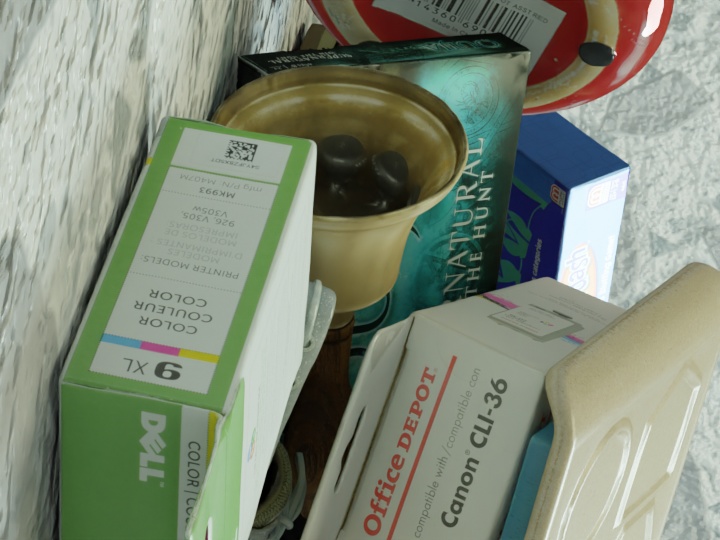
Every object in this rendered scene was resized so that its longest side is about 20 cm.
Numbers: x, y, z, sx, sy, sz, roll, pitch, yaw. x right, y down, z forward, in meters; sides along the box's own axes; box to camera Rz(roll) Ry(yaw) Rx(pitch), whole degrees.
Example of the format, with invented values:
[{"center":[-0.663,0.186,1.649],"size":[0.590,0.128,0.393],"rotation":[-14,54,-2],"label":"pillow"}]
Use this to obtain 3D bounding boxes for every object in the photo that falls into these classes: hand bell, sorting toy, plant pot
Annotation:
[{"center":[-0.015,0.027,1.226],"size":[0.104,0.103,0.201],"rotation":[-75,171,-52],"label":"hand bell"},{"center":[0.094,0.109,1.250],"size":[0.185,0.036,0.201],"rotation":[-31,135,-59],"label":"sorting toy"},{"center":[0.072,-0.187,1.332],"size":[0.201,0.199,0.183],"rotation":[94,12,-52],"label":"plant pot"}]

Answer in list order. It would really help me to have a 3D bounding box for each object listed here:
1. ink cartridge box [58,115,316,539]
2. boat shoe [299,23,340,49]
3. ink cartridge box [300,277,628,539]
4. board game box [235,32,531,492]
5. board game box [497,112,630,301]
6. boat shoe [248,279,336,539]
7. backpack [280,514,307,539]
[{"center":[-0.063,0.050,0.983],"size":[0.201,0.059,0.104],"rotation":[-75,172,-50],"label":"ink cartridge box"},{"center":[-0.009,-0.049,1.394],"size":[0.201,0.068,0.072],"rotation":[-75,174,-46],"label":"boat shoe"},{"center":[0.053,0.076,1.247],"size":[0.200,0.067,0.117],"rotation":[-13,124,-64],"label":"ink cartridge box"},{"center":[0.000,0.000,1.282],"size":[0.028,0.135,0.201],"rotation":[35,-54,50],"label":"board game box"},{"center":[0.051,-0.035,1.542],"size":[0.045,0.200,0.153],"rotation":[-20,132,-31],"label":"board game box"},{"center":[-0.046,0.072,1.195],"size":[0.203,0.064,0.075],"rotation":[95,6,-45],"label":"boat shoe"},{"center":[0.012,0.114,1.455],"size":[0.200,0.126,0.168],"rotation":[-8,101,-63],"label":"backpack"}]
